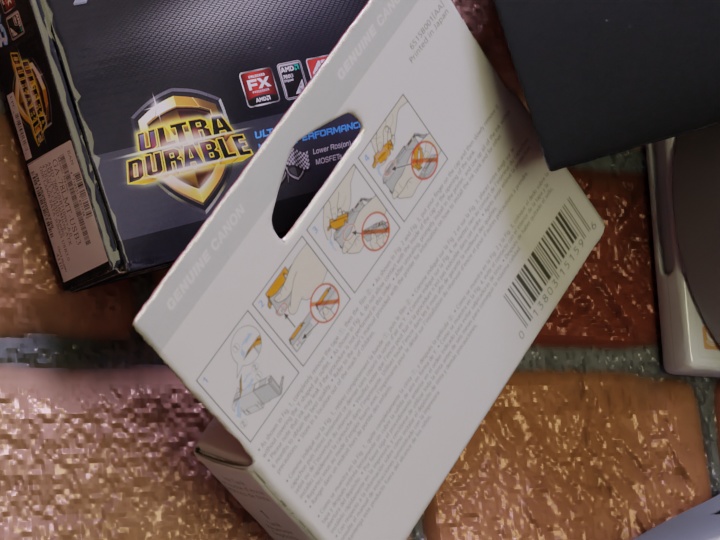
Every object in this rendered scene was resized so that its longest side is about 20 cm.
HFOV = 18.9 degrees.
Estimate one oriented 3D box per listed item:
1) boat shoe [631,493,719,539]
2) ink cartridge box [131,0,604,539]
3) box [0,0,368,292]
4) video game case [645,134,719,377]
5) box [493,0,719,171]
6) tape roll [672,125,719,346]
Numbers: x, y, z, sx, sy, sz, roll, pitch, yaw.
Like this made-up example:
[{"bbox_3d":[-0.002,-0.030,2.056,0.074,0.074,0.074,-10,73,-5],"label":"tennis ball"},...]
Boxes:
[{"bbox_3d":[0.206,0.135,1.023,0.198,0.073,0.069,-17,97,-42],"label":"boat shoe"},{"bbox_3d":[0.000,0.000,0.873,0.201,0.043,0.174,-55,127,-22],"label":"ink cartridge box"},{"bbox_3d":[-0.061,-0.109,0.900,0.199,0.050,0.200,-15,89,-39],"label":"box"},{"bbox_3d":[0.226,-0.033,1.112,0.199,0.023,0.184,6,75,-36],"label":"video game case"},{"bbox_3d":[0.143,-0.134,0.937,0.200,0.147,0.105,-57,130,-67],"label":"box"},{"bbox_3d":[0.248,-0.027,1.073,0.199,0.066,0.202,9,74,-34],"label":"tape roll"}]
